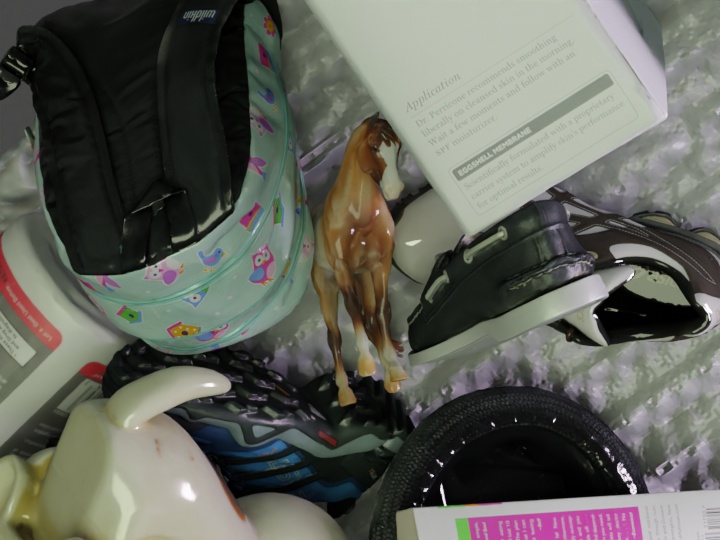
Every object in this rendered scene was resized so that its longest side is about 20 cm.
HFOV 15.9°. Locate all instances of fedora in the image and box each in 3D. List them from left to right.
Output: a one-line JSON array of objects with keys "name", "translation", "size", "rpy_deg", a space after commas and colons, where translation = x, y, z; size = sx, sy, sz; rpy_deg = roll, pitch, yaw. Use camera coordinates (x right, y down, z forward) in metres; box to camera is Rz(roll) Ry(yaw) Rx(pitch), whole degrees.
[{"name": "fedora", "translation": [0.074, 0.167, 1.469], "size": [0.200, 0.092, 0.201], "rpy_deg": [2, 85, -22]}]

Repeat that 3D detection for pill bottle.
[{"name": "pill bottle", "translation": [-0.218, 0.070, 1.474], "size": [0.111, 0.111, 0.200], "rpy_deg": [44, 106, -8]}]

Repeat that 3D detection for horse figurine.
[{"name": "horse figurine", "translation": [0.000, 0.000, 1.395], "size": [0.050, 0.200, 0.133], "rpy_deg": [-8, 81, -4]}]

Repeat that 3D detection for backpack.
[{"name": "backpack", "translation": [-0.097, -0.058, 1.374], "size": [0.167, 0.200, 0.127], "rpy_deg": [-25, 139, 16]}]

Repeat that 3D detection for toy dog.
[{"name": "toy dog", "translation": [-0.094, 0.149, 1.380], "size": [0.200, 0.139, 0.194], "rpy_deg": [25, 91, -38]}]

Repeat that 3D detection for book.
[{"name": "book", "translation": [0.121, 0.190, 1.410], "size": [0.200, 0.048, 0.134], "rpy_deg": [0, 80, -22]}]

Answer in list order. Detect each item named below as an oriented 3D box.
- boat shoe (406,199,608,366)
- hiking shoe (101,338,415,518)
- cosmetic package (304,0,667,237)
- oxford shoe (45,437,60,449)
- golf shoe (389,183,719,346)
[{"name": "boat shoe", "translation": [0.070, 0.007, 1.350], "size": [0.076, 0.200, 0.060], "rpy_deg": [-19, 87, -25]}, {"name": "hiking shoe", "translation": [-0.063, 0.097, 1.448], "size": [0.200, 0.074, 0.087], "rpy_deg": [15, 117, -33]}, {"name": "cosmetic package", "translation": [0.053, -0.152, 1.327], "size": [0.123, 0.199, 0.200], "rpy_deg": [-31, 102, 14]}, {"name": "oxford shoe", "translation": [-0.145, 0.167, 1.493], "size": [0.084, 0.073, 0.200], "rpy_deg": [-5, 146, -18]}, {"name": "golf shoe", "translation": [0.108, -0.004, 1.425], "size": [0.200, 0.095, 0.078], "rpy_deg": [7, 109, 6]}]
